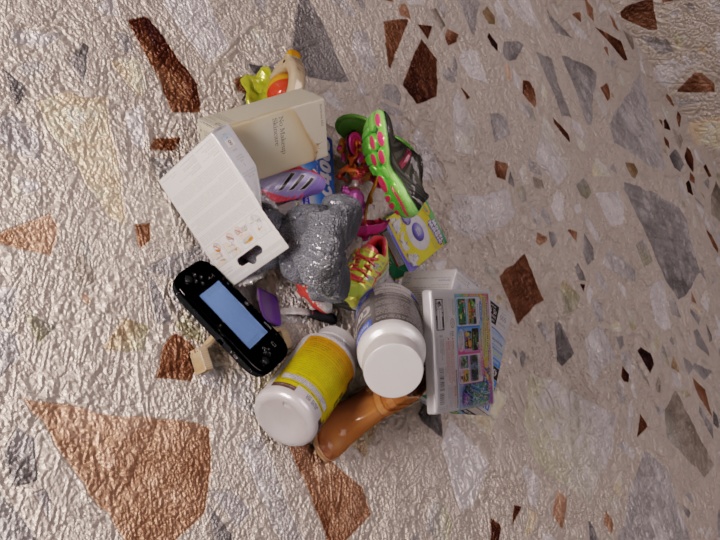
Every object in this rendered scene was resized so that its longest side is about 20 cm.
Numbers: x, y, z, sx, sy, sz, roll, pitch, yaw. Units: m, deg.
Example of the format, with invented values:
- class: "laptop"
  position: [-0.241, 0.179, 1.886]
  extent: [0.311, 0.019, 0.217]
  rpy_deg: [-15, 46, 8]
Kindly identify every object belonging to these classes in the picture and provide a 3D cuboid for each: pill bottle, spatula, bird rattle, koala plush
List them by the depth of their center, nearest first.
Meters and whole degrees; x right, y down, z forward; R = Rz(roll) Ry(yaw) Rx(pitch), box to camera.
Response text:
- class: "koala plush"
  position: [-0.114, -0.045, 1.491]
  extent: [0.184, 0.196, 0.181]
  rpy_deg: [-12, 113, -80]
- class: "pill bottle"
  position: [-0.077, 0.174, 1.500]
  extent: [0.110, 0.108, 0.200]
  rpy_deg: [55, 39, -14]
- class: "pill bottle"
  position: [0.048, 0.112, 1.536]
  extent: [0.114, 0.113, 0.201]
  rpy_deg: [50, 14, -20]
- class: "spatula"
  position: [-0.103, 0.071, 1.594]
  extent: [0.198, 0.020, 0.058]
  rpy_deg: [14, 57, -47]
- class: "bird rattle"
  position: [-0.146, -0.286, 1.628]
  extent: [0.111, 0.163, 0.202]
  rpy_deg: [21, 44, -20]

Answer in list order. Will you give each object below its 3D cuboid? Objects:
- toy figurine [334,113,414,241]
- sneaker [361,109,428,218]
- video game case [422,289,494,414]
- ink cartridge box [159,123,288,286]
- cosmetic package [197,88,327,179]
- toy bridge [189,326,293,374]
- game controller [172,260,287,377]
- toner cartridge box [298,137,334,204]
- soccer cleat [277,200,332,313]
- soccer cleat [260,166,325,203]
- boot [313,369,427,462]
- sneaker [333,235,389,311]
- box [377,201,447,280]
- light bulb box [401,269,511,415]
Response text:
- class: "toy figurine"
  position: [0.006, -0.155, 1.753]
  extent: [0.200, 0.148, 0.187]
  rpy_deg: [44, 50, -46]
- class: "sneaker"
  position: [0.064, -0.195, 1.704]
  extent: [0.083, 0.076, 0.203]
  rpy_deg: [-36, 114, -32]
- class: "video game case"
  position: [0.169, 0.134, 1.619]
  extent: [0.180, 0.023, 0.204]
  rpy_deg: [1, 86, -50]
- class: "ink cartridge box"
  position: [-0.198, -0.095, 1.436]
  extent: [0.202, 0.159, 0.047]
  rpy_deg: [55, 42, -5]
- class: "cosmetic package"
  position: [-0.152, -0.210, 1.510]
  extent: [0.198, 0.073, 0.105]
  rpy_deg: [-24, 124, -30]
- class: "toy bridge"
  position: [-0.184, 0.108, 1.472]
  extent: [0.198, 0.027, 0.068]
  rpy_deg: [-11, 79, -51]
- class: "game controller"
  position: [-0.194, 0.071, 1.430]
  extent: [0.200, 0.042, 0.104]
  rpy_deg: [46, 38, 0]
- class: "toner cartridge box"
  position: [-0.092, -0.158, 1.710]
  extent: [0.094, 0.043, 0.204]
  rpy_deg: [20, 57, -42]
- class: "soccer cleat"
  position: [-0.090, -0.022, 1.597]
  extent: [0.202, 0.084, 0.069]
  rpy_deg: [60, 15, -5]
- class: "soccer cleat"
  position: [-0.147, -0.134, 1.586]
  extent: [0.197, 0.067, 0.078]
  rpy_deg: [4, 64, -30]
- class: "boot"
  position: [0.018, 0.227, 1.551]
  extent: [0.074, 0.153, 0.200]
  rpy_deg: [57, 38, -11]
- class: "sneaker"
  position: [0.000, 0.000, 1.686]
  extent: [0.200, 0.077, 0.092]
  rpy_deg: [-56, 159, -57]
- class: "box"
  position: [0.103, -0.074, 1.902]
  extent: [0.119, 0.048, 0.200]
  rpy_deg: [62, 36, -7]
- class: "light bulb box"
  position: [0.155, 0.133, 1.717]
  extent: [0.197, 0.123, 0.203]
  rpy_deg: [34, 63, -40]
